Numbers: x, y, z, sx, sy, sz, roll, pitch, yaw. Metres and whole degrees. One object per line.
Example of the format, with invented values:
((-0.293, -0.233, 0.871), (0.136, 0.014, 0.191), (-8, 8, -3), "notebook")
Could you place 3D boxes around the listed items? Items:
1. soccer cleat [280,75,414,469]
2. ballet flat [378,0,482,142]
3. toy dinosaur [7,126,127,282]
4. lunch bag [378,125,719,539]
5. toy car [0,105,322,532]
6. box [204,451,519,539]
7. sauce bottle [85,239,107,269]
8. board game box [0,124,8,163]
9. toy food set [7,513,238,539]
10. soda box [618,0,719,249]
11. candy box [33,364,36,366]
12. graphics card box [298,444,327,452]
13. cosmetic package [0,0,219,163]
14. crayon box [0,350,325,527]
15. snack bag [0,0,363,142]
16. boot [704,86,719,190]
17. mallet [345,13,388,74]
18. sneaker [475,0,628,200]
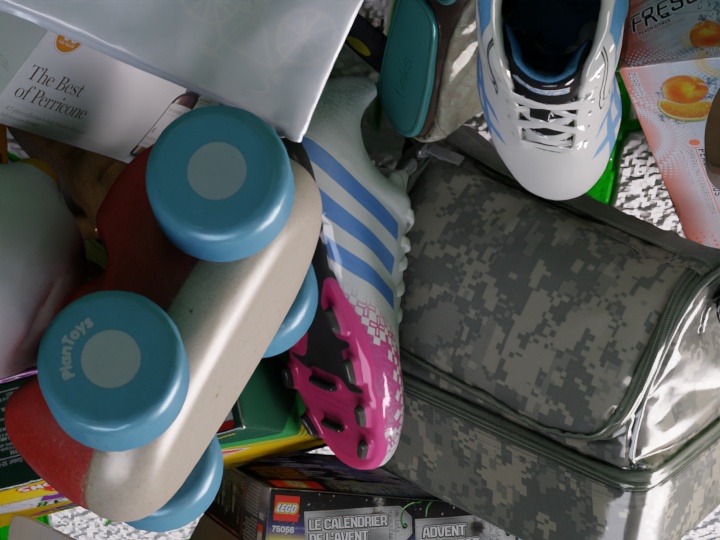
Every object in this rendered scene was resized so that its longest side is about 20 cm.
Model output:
((0.000, 0.000, 1.321), (0.070, 0.086, 0.201), (16, 129, 46), "soccer cleat")
((0.050, -0.138, 1.255), (0.062, 0.068, 0.200), (-20, 152, -22), "ballet flat")
((-0.136, -0.044, 1.367), (0.199, 0.060, 0.107), (29, 110, 21), "toy dinosaur")
((0.096, 0.032, 1.374), (0.199, 0.139, 0.169), (26, 123, 29), "lunch bag")
((-0.136, -0.005, 1.186), (0.199, 0.178, 0.184), (27, 166, 10), "toy car")
((-0.006, 0.128, 1.472), (0.136, 0.040, 0.200), (5, -178, -14), "box")
((-0.120, -0.029, 1.445), (0.066, 0.066, 0.200), (12, 148, -7), "sauce bottle")
((-0.305, -0.042, 1.292), (0.199, 0.201, 0.199), (-21, 157, 38), "board game box")
((-0.079, 0.162, 1.444), (0.143, 0.061, 0.200), (23, -175, 28), "toy food set")
((0.182, -0.068, 1.321), (0.068, 0.064, 0.200), (-5, 146, 19), "soda box")
((-0.224, 0.052, 1.540), (0.199, 0.061, 0.136), (16, -177, -11), "candy box")
((-0.033, 0.042, 1.496), (0.125, 0.051, 0.200), (-16, 156, 13), "graphics card box")
((-0.102, -0.095, 1.252), (0.083, 0.051, 0.200), (-54, 151, 13), "cosmetic package")
((-0.130, 0.082, 1.370), (0.199, 0.059, 0.172), (-15, 170, 13), "crayon box")
((-0.065, -0.172, 1.137), (0.188, 0.021, 0.201), (22, 101, -23), "snack bag")
((0.217, -0.041, 1.248), (0.070, 0.200, 0.147), (23, 136, 31), "boot")
((-0.008, -0.130, 1.299), (0.066, 0.041, 0.200), (-23, 141, 37), "mallet")
((0.081, -0.090, 1.199), (0.071, 0.073, 0.201), (10, 147, 10), "sneaker")
